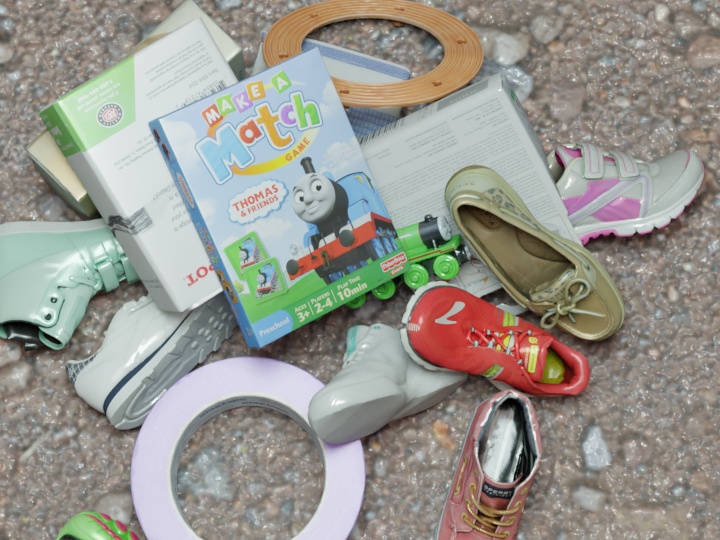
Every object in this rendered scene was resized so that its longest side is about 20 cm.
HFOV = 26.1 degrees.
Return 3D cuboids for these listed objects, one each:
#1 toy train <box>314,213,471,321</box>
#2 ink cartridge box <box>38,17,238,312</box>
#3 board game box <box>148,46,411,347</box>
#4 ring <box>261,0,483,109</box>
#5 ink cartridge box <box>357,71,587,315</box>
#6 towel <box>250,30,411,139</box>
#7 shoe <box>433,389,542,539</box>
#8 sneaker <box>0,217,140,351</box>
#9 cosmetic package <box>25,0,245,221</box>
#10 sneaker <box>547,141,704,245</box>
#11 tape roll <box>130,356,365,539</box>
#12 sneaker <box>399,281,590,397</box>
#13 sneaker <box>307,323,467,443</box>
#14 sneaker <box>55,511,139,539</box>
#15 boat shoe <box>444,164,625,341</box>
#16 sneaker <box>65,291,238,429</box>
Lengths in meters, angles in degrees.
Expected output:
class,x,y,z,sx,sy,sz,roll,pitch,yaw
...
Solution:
class,x,y,z,sx,sy,sz,roll,pitch,yaw
toy train,0.000,0.000,1.356,0.199,0.042,0.057,-18,103,21
ink cartridge box,-0.151,-0.085,1.297,0.145,0.084,0.201,-33,102,-19
board game box,-0.063,-0.060,1.268,0.151,0.037,0.201,-27,99,-20
ring,0.011,-0.194,1.399,0.199,0.019,0.201,2,37,-1
ink cartridge box,0.097,-0.052,1.360,0.160,0.050,0.200,-24,113,18
towel,-0.046,-0.118,1.417,0.146,0.024,0.201,15,69,4
shoe,0.107,0.201,1.330,0.071,0.091,0.201,13,77,1
sneaker,-0.226,0.016,1.355,0.199,0.074,0.119,-5,61,2
cosmetic package,-0.197,-0.138,1.391,0.071,0.105,0.200,44,81,7
sneaker,0.212,-0.075,1.388,0.199,0.081,0.089,-20,110,-7
tape roll,-0.096,0.178,1.342,0.199,0.066,0.201,1,77,-3
sneaker,0.120,0.060,1.319,0.199,0.085,0.077,20,80,-38
sneaker,0.007,0.086,1.322,0.075,0.200,0.089,-42,73,30
sneaker,-0.186,0.294,1.317,0.200,0.077,0.084,44,97,10
boat shoe,0.145,-0.003,1.317,0.200,0.063,0.073,40,114,-13
sneaker,-0.169,0.045,1.369,0.200,0.077,0.080,-43,62,-16
